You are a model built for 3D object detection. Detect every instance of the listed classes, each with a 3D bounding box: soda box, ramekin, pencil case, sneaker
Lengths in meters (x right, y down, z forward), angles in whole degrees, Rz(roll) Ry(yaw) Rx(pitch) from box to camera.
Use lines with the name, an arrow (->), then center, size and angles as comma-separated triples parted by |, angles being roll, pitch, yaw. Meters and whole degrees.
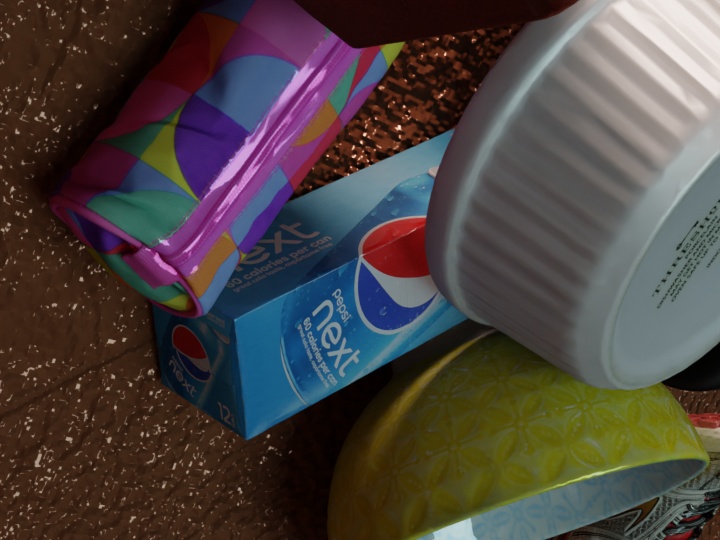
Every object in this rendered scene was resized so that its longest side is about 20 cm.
soda box -> 0.000, 0.000, 0.734 | 0.199, 0.068, 0.065 | -27, 127, -35
ramekin -> 0.130, -0.038, 0.690 | 0.201, 0.094, 0.203 | -33, 147, -25
pencil case -> -0.041, -0.078, 0.645 | 0.201, 0.088, 0.088 | -54, 137, -11
sneaker -> 0.176, 0.131, 0.879 | 0.077, 0.200, 0.083 | 3, 69, -32

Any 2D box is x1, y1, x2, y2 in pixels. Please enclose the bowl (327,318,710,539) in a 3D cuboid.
bowl -> 0.067, 0.080, 0.795 | 0.199, 0.199, 0.109 | 2, 65, -46

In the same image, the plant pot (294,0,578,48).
plant pot -> 0.030, -0.190, 0.538 | 0.200, 0.199, 0.177 | -41, 113, -24

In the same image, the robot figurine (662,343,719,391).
robot figurine -> 0.226, 0.005, 0.926 | 0.199, 0.124, 0.152 | -5, 112, -44
